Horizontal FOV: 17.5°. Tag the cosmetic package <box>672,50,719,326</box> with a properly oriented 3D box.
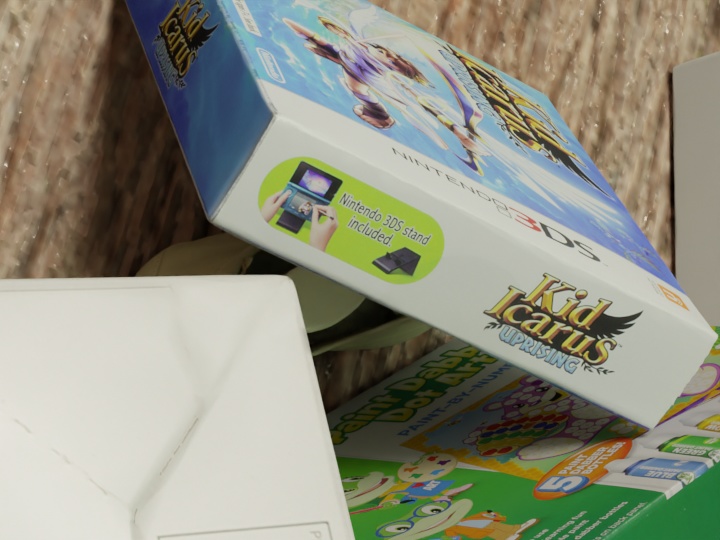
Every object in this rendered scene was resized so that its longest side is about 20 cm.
[{"bbox_3d":[0.212,0.011,1.086,0.150,0.052,0.201,13,71,-37],"label":"cosmetic package"}]

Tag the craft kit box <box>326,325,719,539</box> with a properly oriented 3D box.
[{"bbox_3d":[0.060,0.074,0.837,0.200,0.197,0.049,-29,108,-42],"label":"craft kit box"}]

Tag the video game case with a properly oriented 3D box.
[{"bbox_3d":[0.015,-0.043,0.828,0.181,0.046,0.200,26,19,-26],"label":"video game case"}]

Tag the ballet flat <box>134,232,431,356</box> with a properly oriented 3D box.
[{"bbox_3d":[0.000,0.000,0.892,0.199,0.069,0.070,-23,95,-42],"label":"ballet flat"}]

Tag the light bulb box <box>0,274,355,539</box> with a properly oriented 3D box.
[{"bbox_3d":[-0.093,0.130,0.603,0.124,0.200,0.199,0,66,-32],"label":"light bulb box"}]
